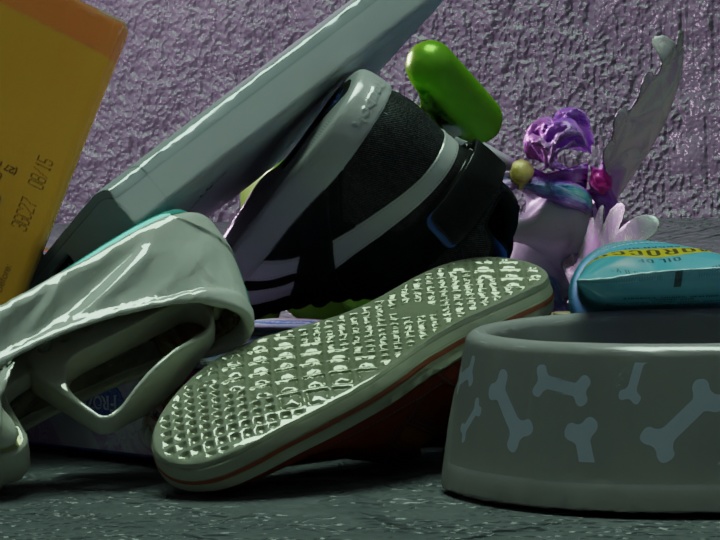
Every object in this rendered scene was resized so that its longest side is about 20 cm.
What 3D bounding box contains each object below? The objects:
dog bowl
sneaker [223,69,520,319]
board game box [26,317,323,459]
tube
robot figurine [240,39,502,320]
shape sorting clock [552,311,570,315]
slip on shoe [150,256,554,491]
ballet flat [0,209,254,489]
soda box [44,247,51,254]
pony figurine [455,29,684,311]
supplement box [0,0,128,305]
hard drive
[{"bbox_3d":[0.127,0.049,1.090,0.198,0.059,0.200,-2,3,0],"label":"dog bowl"},{"bbox_3d":[0.000,0.000,1.270,0.112,0.073,0.200,34,-31,-6],"label":"sneaker"},{"bbox_3d":[-0.049,0.050,1.276,0.199,0.041,0.199,-5,4,-40],"label":"board game box"},{"bbox_3d":[0.121,0.008,1.237,0.077,0.051,0.200,-9,-2,-2],"label":"tube"},{"bbox_3d":[-0.001,-0.032,1.472,0.175,0.116,0.200,-42,12,4],"label":"robot figurine"},{"bbox_3d":[0.098,0.040,1.409,0.198,0.040,0.200,-2,3,0],"label":"shape sorting clock"},{"bbox_3d":[0.003,0.051,1.139,0.074,0.062,0.199,16,28,41],"label":"slip on shoe"},{"bbox_3d":[-0.126,0.043,1.108,0.199,0.070,0.069,-29,14,-21],"label":"ballet flat"},{"bbox_3d":[-0.133,0.021,1.603,0.067,0.065,0.199,-3,4,-41],"label":"soda box"},{"bbox_3d":[0.110,-0.028,1.594,0.199,0.167,0.193,13,-30,8],"label":"pony figurine"},{"bbox_3d":[-0.163,-0.025,1.212,0.066,0.201,0.069,26,-33,-14],"label":"supplement box"},{"bbox_3d":[-0.058,-0.051,1.249,0.200,0.027,0.132,-39,-3,-35],"label":"hard drive"}]
